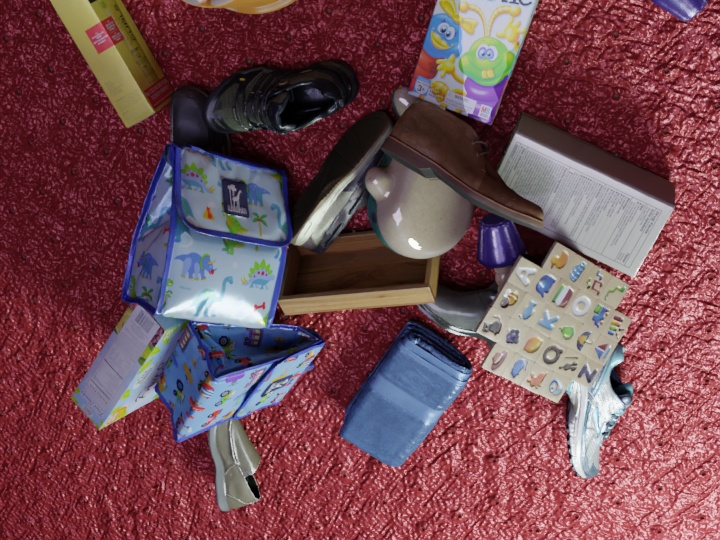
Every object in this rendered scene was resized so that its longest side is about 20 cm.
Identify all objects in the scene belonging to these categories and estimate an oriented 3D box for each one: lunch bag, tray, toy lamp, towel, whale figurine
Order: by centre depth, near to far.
[{"bbox_3d":[0.286,-0.344,1.143,0.200,0.058,0.058,43,119,-8],"label":"toy lamp"},{"bbox_3d":[0.175,0.028,1.287,0.057,0.058,0.202,-5,120,18],"label":"toy lamp"},{"bbox_3d":[0.063,-0.118,1.294,0.103,0.157,0.204,17,115,57],"label":"whale figurine"},{"bbox_3d":[-0.178,-0.041,1.329,0.127,0.168,0.203,14,92,51],"label":"lunch bag"},{"bbox_3d":[0.000,0.000,1.369,0.197,0.100,0.037,-6,140,19],"label":"tray"},{"bbox_3d":[-0.150,0.133,1.448,0.095,0.198,0.151,61,137,27],"label":"lunch bag"},{"bbox_3d":[0.060,0.168,1.466,0.111,0.049,0.201,33,119,-1],"label":"towel"}]

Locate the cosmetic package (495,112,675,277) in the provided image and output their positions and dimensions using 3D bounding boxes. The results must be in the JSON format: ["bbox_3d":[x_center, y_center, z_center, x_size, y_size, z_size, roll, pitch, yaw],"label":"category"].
[{"bbox_3d":[0.253,-0.089,1.269,0.198,0.073,0.104,26,121,2],"label":"cosmetic package"}]

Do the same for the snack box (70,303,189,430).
[{"bbox_3d":[-0.273,0.101,1.455,0.068,0.168,0.201,43,119,11],"label":"snack box"}]

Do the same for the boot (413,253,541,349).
[{"bbox_3d":[0.169,0.026,1.363,0.198,0.068,0.132,28,115,-8],"label":"boot"}]

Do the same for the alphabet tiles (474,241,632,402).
[{"bbox_3d":[0.229,0.064,1.283,0.198,0.006,0.168,26,99,-32],"label":"alphabet tiles"}]

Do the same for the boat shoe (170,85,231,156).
[{"bbox_3d":[-0.203,-0.129,1.380,0.073,0.073,0.203,-2,115,17],"label":"boat shoe"}]

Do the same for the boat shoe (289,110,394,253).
[{"bbox_3d":[-0.015,-0.105,1.347,0.066,0.072,0.201,28,111,-33],"label":"boat shoe"}]

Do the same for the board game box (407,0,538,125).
[{"bbox_3d":[0.135,-0.282,1.190,0.103,0.103,0.202,20,119,5],"label":"board game box"}]

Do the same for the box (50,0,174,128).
[{"bbox_3d":[-0.306,-0.281,1.336,0.050,0.075,0.202,-21,107,24],"label":"box"}]

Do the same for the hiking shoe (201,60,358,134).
[{"bbox_3d":[-0.105,-0.202,1.297,0.197,0.101,0.077,-11,110,16],"label":"hiking shoe"}]

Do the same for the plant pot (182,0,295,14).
[{"bbox_3d":[-0.138,-0.366,1.181,0.197,0.184,0.203,6,117,13],"label":"plant pot"}]

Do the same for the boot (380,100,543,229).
[{"bbox_3d":[0.124,-0.115,1.195,0.198,0.074,0.076,32,89,7],"label":"boot"}]

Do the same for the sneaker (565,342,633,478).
[{"bbox_3d":[0.303,0.177,1.385,0.085,0.078,0.203,-2,115,13],"label":"sneaker"}]

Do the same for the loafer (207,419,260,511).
[{"bbox_3d":[-0.176,0.256,1.571,0.068,0.076,0.203,0,121,3],"label":"loafer"}]
